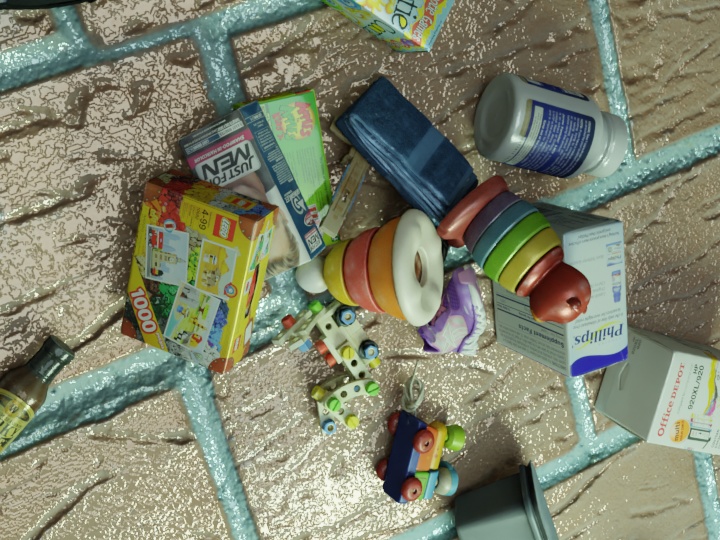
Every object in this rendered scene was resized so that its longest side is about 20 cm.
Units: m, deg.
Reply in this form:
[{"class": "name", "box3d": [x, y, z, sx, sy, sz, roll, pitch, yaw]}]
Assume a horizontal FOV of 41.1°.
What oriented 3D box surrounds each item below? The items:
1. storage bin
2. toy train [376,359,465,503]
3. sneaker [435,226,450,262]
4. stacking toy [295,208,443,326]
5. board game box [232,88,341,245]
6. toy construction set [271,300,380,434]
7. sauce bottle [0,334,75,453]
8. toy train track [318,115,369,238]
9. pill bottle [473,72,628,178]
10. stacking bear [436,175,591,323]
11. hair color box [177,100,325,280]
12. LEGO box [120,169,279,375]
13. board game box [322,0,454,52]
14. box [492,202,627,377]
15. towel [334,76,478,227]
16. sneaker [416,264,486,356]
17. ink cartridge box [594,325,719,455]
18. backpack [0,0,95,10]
[{"class": "storage bin", "box3d": [0.226, 0.404, 1.455, 0.132, 0.146, 0.203, -17, 110, 11]}, {"class": "toy train", "box3d": [0.105, 0.235, 1.394, 0.114, 0.084, 0.204, 10, 98, -33]}, {"class": "sneaker", "box3d": [0.106, -0.053, 1.330, 0.073, 0.079, 0.203, 28, 89, -22]}, {"class": "stacking toy", "box3d": [0.000, 0.000, 1.254, 0.196, 0.146, 0.149, -3, 107, 25]}, {"class": "board game box", "box3d": [-0.095, -0.126, 1.251, 0.100, 0.048, 0.204, -16, 107, -18]}, {"class": "toy construction set", "box3d": [-0.043, 0.119, 1.307, 0.130, 0.092, 0.202, -37, 123, -10]}, {"class": "sauce bottle", "box3d": [-0.431, 0.166, 1.170, 0.065, 0.065, 0.201, 42, 84, -23]}, {"class": "toy train track", "box3d": [-0.011, -0.125, 1.260, 0.114, 0.032, 0.202, 32, 59, -14]}, {"class": "pill bottle", "box3d": [0.269, -0.195, 1.342, 0.197, 0.119, 0.122, 11, 97, -23]}, {"class": "stacking bear", "box3d": [0.209, -0.014, 1.227, 0.114, 0.121, 0.200, -45, 73, 6]}, {"class": "hair color box", "box3d": [-0.133, -0.094, 1.187, 0.099, 0.061, 0.203, -21, 101, 23]}, {"class": "LEGO box", "box3d": [-0.196, 0.000, 1.161, 0.146, 0.077, 0.203, 19, 112, 11]}, {"class": "board game box", "box3d": [0.013, -0.372, 1.212, 0.198, 0.103, 0.106, 28, 91, -24]}, {"class": "box", "box3d": [0.277, 0.022, 1.356, 0.103, 0.183, 0.204, -12, 106, -23]}, {"class": "towel", "box3d": [0.067, -0.159, 1.267, 0.200, 0.048, 0.112, 44, 56, -7]}, {"class": "sneaker", "box3d": [0.121, 0.064, 1.322, 0.087, 0.201, 0.082, -6, 61, -4]}, {"class": "ink cartridge box", "box3d": [0.500, 0.189, 1.501, 0.197, 0.144, 0.150, 12, 98, -22]}, {"class": "backpack", "box3d": [-0.357, -0.348, 1.046, 0.197, 0.162, 0.157, 5, 85, -29]}]
